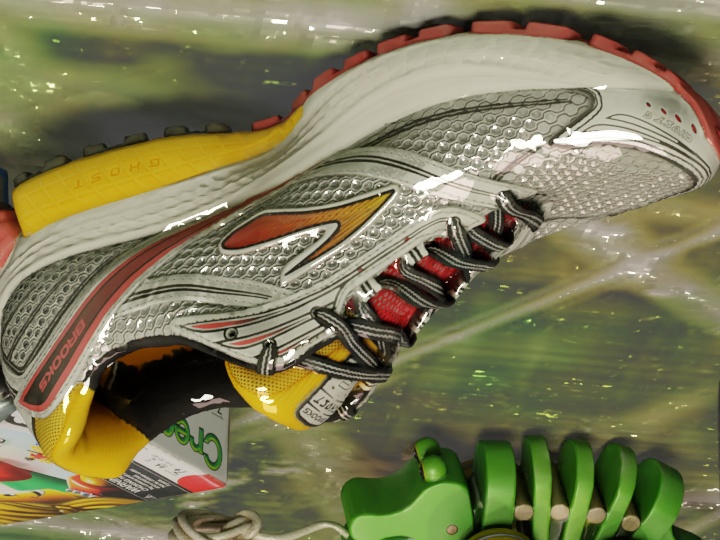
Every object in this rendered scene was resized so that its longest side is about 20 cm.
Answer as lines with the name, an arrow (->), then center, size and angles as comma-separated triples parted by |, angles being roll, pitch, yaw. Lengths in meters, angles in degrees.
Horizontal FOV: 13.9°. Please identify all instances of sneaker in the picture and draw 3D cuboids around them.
sneaker -> 0.000, 0.000, 0.746 | 0.200, 0.082, 0.078 | -20, 150, 19

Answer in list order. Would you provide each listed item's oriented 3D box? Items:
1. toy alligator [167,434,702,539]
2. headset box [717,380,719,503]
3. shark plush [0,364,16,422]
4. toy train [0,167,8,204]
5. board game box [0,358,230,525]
toy alligator -> 0.038, 0.078, 0.986 | 0.200, 0.059, 0.054 | 7, 114, -10
headset box -> 0.214, 0.081, 0.944 | 0.149, 0.077, 0.200 | -12, 155, 29
shark plush -> -0.188, 0.067, 0.837 | 0.200, 0.083, 0.091 | -12, 153, 27
toy train -> -0.161, -0.040, 0.744 | 0.046, 0.034, 0.200 | -30, 143, 33
board game box -> -0.146, 0.032, 0.904 | 0.126, 0.035, 0.200 | -12, 153, 29
